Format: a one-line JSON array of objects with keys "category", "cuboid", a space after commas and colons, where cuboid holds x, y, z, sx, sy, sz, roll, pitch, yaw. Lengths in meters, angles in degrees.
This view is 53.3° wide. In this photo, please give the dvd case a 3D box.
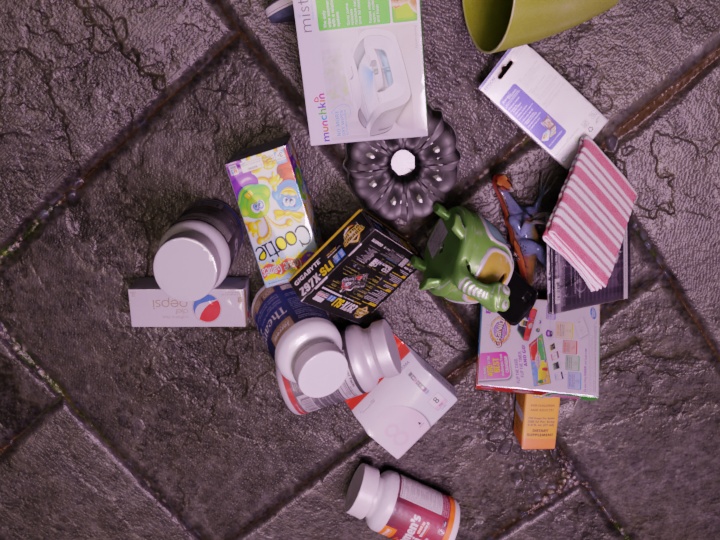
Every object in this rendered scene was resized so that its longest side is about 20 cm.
[{"category": "dvd case", "cuboid": [0.366, -0.020, 1.146, 0.196, 0.016, 0.153, -8, 98, -34]}]

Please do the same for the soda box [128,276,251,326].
[{"category": "soda box", "cuboid": [-0.286, 0.052, 1.214, 0.194, 0.064, 0.070, 0, 109, -1]}]

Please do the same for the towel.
[{"category": "towel", "cuboid": [0.355, -0.090, 1.109, 0.146, 0.030, 0.203, 40, 63, -25]}]

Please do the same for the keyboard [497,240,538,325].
[{"category": "keyboard", "cuboid": [0.214, -0.013, 1.183, 0.200, 0.039, 0.105, 44, 119, 11]}]

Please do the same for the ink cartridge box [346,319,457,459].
[{"category": "ink cartridge box", "cuboid": [0.050, 0.214, 1.276, 0.199, 0.057, 0.163, 40, 104, -17]}]

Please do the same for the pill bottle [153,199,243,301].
[{"category": "pill bottle", "cuboid": [-0.250, -0.032, 1.114, 0.110, 0.201, 0.117, 0, 109, 0]}]

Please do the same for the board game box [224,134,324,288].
[{"category": "board game box", "cuboid": [-0.130, -0.096, 1.144, 0.100, 0.105, 0.205, -15, 108, 5]}]

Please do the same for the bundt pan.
[{"category": "bundt pan", "cuboid": [0.068, -0.169, 1.136, 0.196, 0.076, 0.208, 0, 109, -1]}]

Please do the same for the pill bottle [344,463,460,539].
[{"category": "pill bottle", "cuboid": [0.076, 0.436, 1.316, 0.196, 0.110, 0.111, 25, 107, -8]}]

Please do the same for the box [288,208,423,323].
[{"category": "box", "cuboid": [0.000, 0.000, 1.137, 0.159, 0.199, 0.050, -42, 62, 13]}]

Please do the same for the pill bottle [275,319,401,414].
[{"category": "pill bottle", "cuboid": [-0.036, 0.160, 1.215, 0.195, 0.116, 0.118, -20, 108, 11]}]

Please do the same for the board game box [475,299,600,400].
[{"category": "board game box", "cuboid": [0.292, 0.125, 1.184, 0.194, 0.040, 0.157, 5, 74, 8]}]

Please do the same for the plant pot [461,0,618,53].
[{"category": "plant pot", "cuboid": [0.267, -0.415, 1.017, 0.194, 0.187, 0.192, -9, 109, -13]}]

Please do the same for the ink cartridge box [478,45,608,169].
[{"category": "ink cartridge box", "cuboid": [0.283, -0.262, 1.125, 0.199, 0.039, 0.100, 39, 104, -13]}]

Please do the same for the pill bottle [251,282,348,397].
[{"category": "pill bottle", "cuboid": [-0.094, 0.104, 1.129, 0.108, 0.200, 0.114, -13, 124, -20]}]

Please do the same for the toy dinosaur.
[{"category": "toy dinosaur", "cuboid": [0.259, -0.064, 1.161, 0.180, 0.105, 0.201, 39, 110, -2]}]

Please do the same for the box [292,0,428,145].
[{"category": "box", "cuboid": [0.005, -0.293, 1.007, 0.171, 0.097, 0.205, -3, 114, 6]}]

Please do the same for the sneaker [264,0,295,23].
[{"category": "sneaker", "cuboid": [-0.036, -0.352, 1.074, 0.197, 0.077, 0.150, -11, 105, 2]}]

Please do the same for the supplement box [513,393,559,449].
[{"category": "supplement box", "cuboid": [0.313, 0.209, 1.264, 0.064, 0.069, 0.206, 0, 105, -1]}]

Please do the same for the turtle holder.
[{"category": "turtle holder", "cuboid": [0.169, -0.018, 1.087, 0.129, 0.185, 0.145, 20, 85, -18]}]
